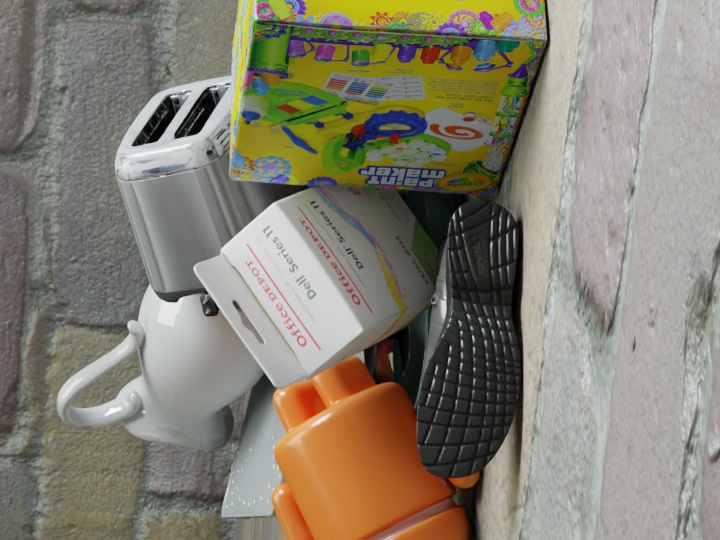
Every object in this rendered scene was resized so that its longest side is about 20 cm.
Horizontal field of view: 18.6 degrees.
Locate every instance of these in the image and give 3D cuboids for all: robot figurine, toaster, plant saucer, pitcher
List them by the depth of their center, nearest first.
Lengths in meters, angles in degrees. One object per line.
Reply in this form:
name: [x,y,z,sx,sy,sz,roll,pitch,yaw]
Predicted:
robot figurine: [0.010,0.164,1.661,0.201,0.143,0.117,63,165,9]
toaster: [-0.120,-0.065,1.719,0.200,0.113,0.130,-64,-40,-56]
plant saucer: [0.057,0.025,1.791,0.200,0.036,0.202,-178,90,-83]
pitcher: [-0.157,0.067,1.843,0.122,0.170,0.201,66,145,32]

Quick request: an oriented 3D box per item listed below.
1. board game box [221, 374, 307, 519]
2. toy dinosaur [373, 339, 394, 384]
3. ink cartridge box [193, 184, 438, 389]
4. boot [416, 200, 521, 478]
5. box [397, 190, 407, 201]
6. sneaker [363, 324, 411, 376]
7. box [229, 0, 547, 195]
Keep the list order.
board game box: [-0.061,0.109,1.818,0.200,0.026,0.201,156,128,-73]
toy dinosaur: [0.012,0.112,1.881,0.181,0.200,0.105,16,140,49]
ink cartridge box: [-0.022,0.002,1.608,0.067,0.117,0.200,-39,-7,31]
boot: [0.076,0.058,1.561,0.132,0.069,0.201,108,174,-75]
box: [0.032,-0.105,1.935,0.117,0.060,0.201,-102,16,-63]
sneaker: [0.003,0.000,1.823,0.200,0.060,0.105,-124,37,-60]
box: [0.013,-0.158,1.555,0.193,0.198,0.123,106,165,-57]
